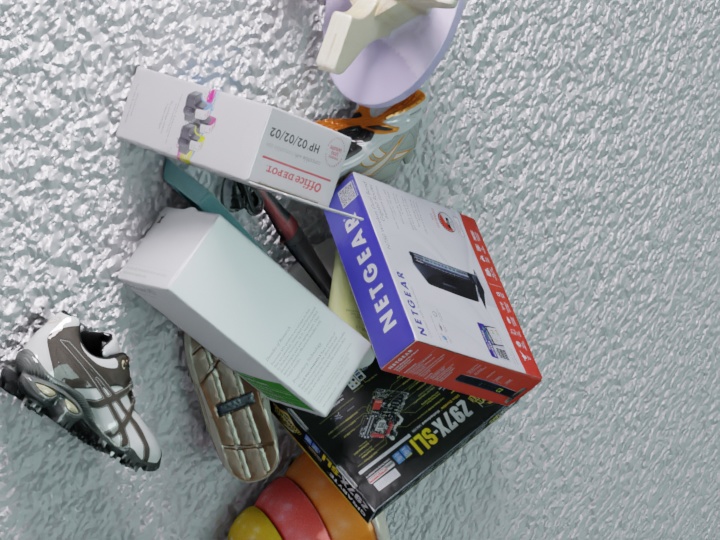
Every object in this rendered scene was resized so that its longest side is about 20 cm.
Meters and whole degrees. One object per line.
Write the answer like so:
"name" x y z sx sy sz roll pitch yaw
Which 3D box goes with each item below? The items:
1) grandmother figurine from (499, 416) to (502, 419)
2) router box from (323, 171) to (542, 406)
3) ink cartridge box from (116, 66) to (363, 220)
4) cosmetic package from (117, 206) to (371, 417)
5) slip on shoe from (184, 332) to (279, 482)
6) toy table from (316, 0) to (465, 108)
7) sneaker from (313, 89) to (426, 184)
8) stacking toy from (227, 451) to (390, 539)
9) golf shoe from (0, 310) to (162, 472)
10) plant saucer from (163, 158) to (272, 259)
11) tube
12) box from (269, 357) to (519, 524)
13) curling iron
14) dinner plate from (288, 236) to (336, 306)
"grandmother figurine" 0.117 0.114 1.960 0.200 0.061 0.121 58 46 -53
"router box" 0.066 0.019 1.659 0.179 0.200 0.049 18 131 -44
"ink cartridge box" -0.092 -0.106 1.481 0.115 0.200 0.068 16 94 -54
"cosmetic package" -0.101 0.035 1.563 0.200 0.108 0.085 40 75 -27
"slip on shoe" -0.122 0.099 1.666 0.076 0.061 0.200 -18 107 -12
"toy table" 0.018 -0.253 1.587 0.117 0.184 0.200 15 82 -69
"sneaker" -0.006 -0.103 1.703 0.200 0.076 0.092 -33 135 -37
"stacking toy" -0.084 0.268 1.765 0.200 0.146 0.146 -25 127 -20
"golf shoe" -0.219 0.107 1.526 0.095 0.078 0.200 -60 144 -13
"plant saucer" -0.113 -0.029 1.604 0.019 0.070 0.200 -48 140 -8
"tube" 0.000 0.000 1.708 0.058 0.052 0.200 80 15 -50
"box" 0.033 0.121 1.710 0.200 0.160 0.049 -37 167 -21
"curling iron" -0.073 -0.031 1.668 0.200 0.026 0.050 51 52 -42
"dinner plate" -0.005 0.060 1.772 0.200 0.024 0.200 -9 108 -30
